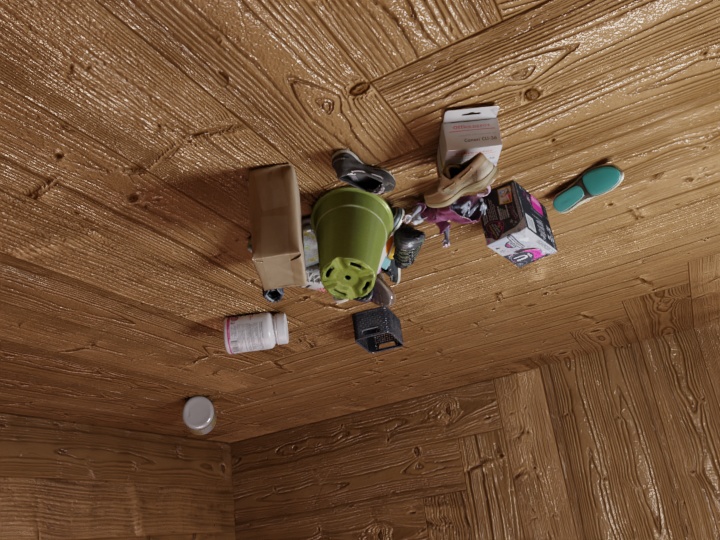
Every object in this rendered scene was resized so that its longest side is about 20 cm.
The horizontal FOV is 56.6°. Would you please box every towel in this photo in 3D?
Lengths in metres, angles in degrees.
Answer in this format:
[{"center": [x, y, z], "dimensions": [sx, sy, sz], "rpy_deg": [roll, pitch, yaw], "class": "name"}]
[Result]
[{"center": [-0.160, -0.063, 1.679], "dimensions": [0.195, 0.049, 0.171], "rpy_deg": [-18, 152, 21], "class": "towel"}]

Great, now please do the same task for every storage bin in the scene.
[{"center": [0.062, 0.209, 2.322], "dimensions": [0.132, 0.096, 0.200], "rpy_deg": [-14, 156, 14], "class": "storage bin"}]

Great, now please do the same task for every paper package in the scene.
[{"center": [-0.173, -0.085, 1.421], "dimensions": [0.100, 0.206, 0.192], "rpy_deg": [-6, 159, -2], "class": "paper package"}]

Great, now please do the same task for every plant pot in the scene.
[{"center": [-0.025, -0.046, 1.487], "dimensions": [0.194, 0.193, 0.204], "rpy_deg": [2, 134, 3], "class": "plant pot"}]

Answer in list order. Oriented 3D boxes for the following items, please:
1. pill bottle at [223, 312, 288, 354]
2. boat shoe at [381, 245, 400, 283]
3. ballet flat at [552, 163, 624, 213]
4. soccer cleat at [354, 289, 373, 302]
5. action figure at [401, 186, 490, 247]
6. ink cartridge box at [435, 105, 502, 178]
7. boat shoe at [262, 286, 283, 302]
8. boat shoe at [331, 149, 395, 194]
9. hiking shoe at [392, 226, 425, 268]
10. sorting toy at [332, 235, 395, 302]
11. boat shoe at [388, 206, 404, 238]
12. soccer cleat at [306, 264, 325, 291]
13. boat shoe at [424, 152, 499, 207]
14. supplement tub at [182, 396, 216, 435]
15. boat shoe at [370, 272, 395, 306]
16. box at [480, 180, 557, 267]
[{"center": [-0.331, 0.197, 2.131], "dimensions": [0.194, 0.117, 0.114], "rpy_deg": [-7, 158, -2], "class": "pill bottle"}, {"center": [0.077, -0.025, 1.811], "dimensions": [0.064, 0.077, 0.200], "rpy_deg": [-5, 156, -1], "class": "boat shoe"}, {"center": [0.545, -0.202, 1.599], "dimensions": [0.062, 0.069, 0.198], "rpy_deg": [-25, 178, -43], "class": "ballet flat"}, {"center": [-0.036, 0.039, 1.815], "dimensions": [0.197, 0.069, 0.073], "rpy_deg": [25, 163, 34], "class": "soccer cleat"}, {"center": [0.187, -0.148, 1.567], "dimensions": [0.133, 0.152, 0.197], "rpy_deg": [35, 156, -33], "class": "action figure"}, {"center": [0.219, -0.244, 1.355], "dimensions": [0.113, 0.069, 0.201], "rpy_deg": [-7, 157, 0], "class": "ink cartridge box"}, {"center": [-0.216, 0.003, 1.636], "dimensions": [0.069, 0.093, 0.201], "rpy_deg": [-6, 155, -2], "class": "boat shoe"}, {"center": [0.009, -0.191, 1.420], "dimensions": [0.066, 0.059, 0.198], "rpy_deg": [-23, 153, 33], "class": "boat shoe"}, {"center": [0.117, -0.050, 1.638], "dimensions": [0.074, 0.104, 0.200], "rpy_deg": [16, -171, 12], "class": "hiking shoe"}, {"center": [0.000, 0.000, 1.675], "dimensions": [0.197, 0.182, 0.107], "rpy_deg": [-25, 117, 37], "class": "sorting toy"}, {"center": [0.019, -0.102, 1.614], "dimensions": [0.198, 0.074, 0.061], "rpy_deg": [-29, 133, 35], "class": "boat shoe"}, {"center": [-0.140, 0.016, 1.787], "dimensions": [0.196, 0.071, 0.084], "rpy_deg": [3, 172, 35], "class": "soccer cleat"}, {"center": [0.189, -0.184, 1.331], "dimensions": [0.065, 0.072, 0.198], "rpy_deg": [45, 146, -18], "class": "boat shoe"}, {"center": [-0.729, 0.663, 3.036], "dimensions": [0.140, 0.148, 0.201], "rpy_deg": [-4, 157, -9], "class": "supplement tub"}, {"center": [0.035, 0.027, 1.817], "dimensions": [0.070, 0.199, 0.077], "rpy_deg": [-16, 130, -35], "class": "boat shoe"}, {"center": [0.384, -0.107, 1.645], "dimensions": [0.113, 0.136, 0.198], "rpy_deg": [-24, 152, 31], "class": "box"}]
